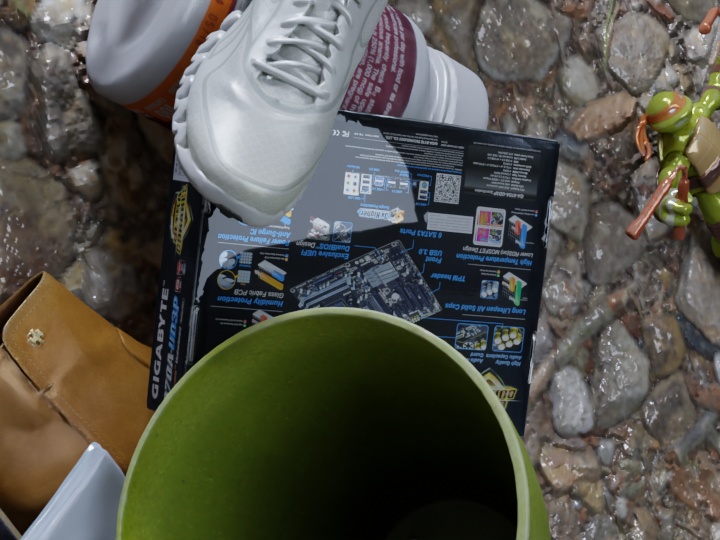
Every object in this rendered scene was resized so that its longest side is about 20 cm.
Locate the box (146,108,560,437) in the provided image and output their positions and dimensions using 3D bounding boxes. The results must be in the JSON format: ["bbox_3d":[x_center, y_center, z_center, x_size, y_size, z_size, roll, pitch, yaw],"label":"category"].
[{"bbox_3d":[0.000,0.000,0.876,0.200,0.046,0.159,5,93,-27],"label":"box"}]

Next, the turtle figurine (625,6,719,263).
[{"bbox_3d":[0.228,-0.062,1.153,0.161,0.064,0.200,47,51,-31],"label":"turtle figurine"}]

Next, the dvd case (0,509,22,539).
[{"bbox_3d":[-0.220,0.156,0.782,0.149,0.016,0.200,-34,108,-2],"label":"dvd case"}]

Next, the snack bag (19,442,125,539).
[{"bbox_3d":[-0.116,0.202,0.781,0.189,0.021,0.200,-54,128,-36],"label":"snack bag"}]

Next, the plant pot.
[{"bbox_3d":[0.016,0.135,0.811,0.200,0.187,0.187,40,58,-61],"label":"plant pot"}]

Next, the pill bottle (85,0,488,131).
[{"bbox_3d":[-0.036,-0.106,0.932,0.200,0.114,0.114,25,71,-31],"label":"pill bottle"}]

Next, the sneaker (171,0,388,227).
[{"bbox_3d":[-0.028,-0.109,0.798,0.075,0.081,0.200,28,53,-14],"label":"sneaker"}]

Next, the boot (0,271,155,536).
[{"bbox_3d":[-0.114,0.053,0.882,0.201,0.071,0.144,-44,111,-27],"label":"boot"}]
